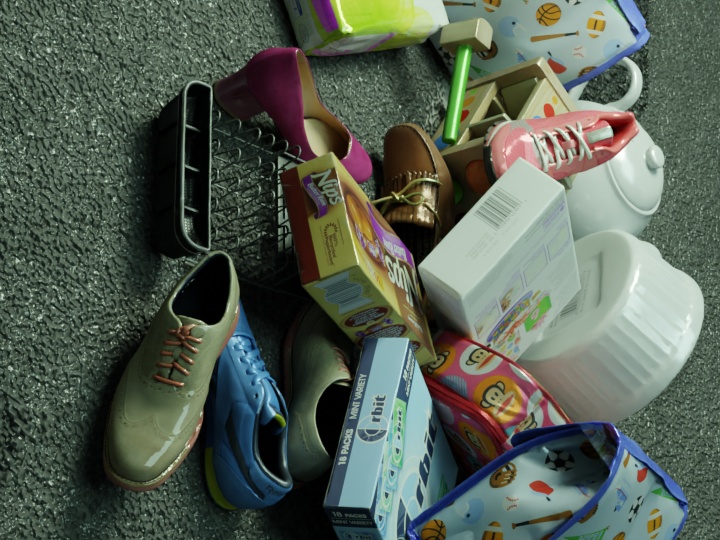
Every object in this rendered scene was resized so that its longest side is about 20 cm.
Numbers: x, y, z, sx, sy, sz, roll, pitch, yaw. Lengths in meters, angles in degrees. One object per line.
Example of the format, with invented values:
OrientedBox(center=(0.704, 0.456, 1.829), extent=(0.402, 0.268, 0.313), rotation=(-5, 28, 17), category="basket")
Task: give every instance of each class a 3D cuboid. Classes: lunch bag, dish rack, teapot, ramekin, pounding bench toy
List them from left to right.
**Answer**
OrientedBox(center=(-0.093, -0.059, 1.406), extent=(0.200, 0.054, 0.154), rotation=(21, 59, -42), category="dish rack")
OrientedBox(center=(0.121, -0.134, 1.650), extent=(0.200, 0.124, 0.156), rotation=(53, 47, -23), category="pounding bench toy")
OrientedBox(center=(0.124, 0.143, 1.518), extent=(0.082, 0.176, 0.200), rotation=(-46, 126, -12), category="lunch bag")
OrientedBox(center=(0.183, -0.276, 1.730), extent=(0.170, 0.200, 0.124), rotation=(53, 40, -22), category="lunch bag")
OrientedBox(center=(0.167, 0.220, 1.381), extent=(0.170, 0.200, 0.124), rotation=(41, 14, -48), category="lunch bag")
OrientedBox(center=(0.243, 0.054, 1.682), extent=(0.098, 0.200, 0.201), rotation=(41, 45, -24), category="ramekin")
OrientedBox(center=(0.270, -0.112, 1.827), extent=(0.200, 0.146, 0.197), rotation=(59, 38, -14), category="teapot")

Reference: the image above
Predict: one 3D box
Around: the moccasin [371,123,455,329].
OrientedBox(center=(0.047, -0.044, 1.578), extent=(0.078, 0.073, 0.202), rotation=(14, 73, -58), category="moccasin")

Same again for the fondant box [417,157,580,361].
OrientedBox(center=(0.134, 0.007, 1.533), extent=(0.144, 0.058, 0.200), rotation=(-47, 152, -14), category="fondant box")

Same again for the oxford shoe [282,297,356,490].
OrientedBox(center=(-0.025, 0.096, 1.411), extent=(0.070, 0.075, 0.201), rotation=(38, 47, -33), category="oxford shoe")

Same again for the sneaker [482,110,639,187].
OrientedBox(center=(0.193, -0.124, 1.568), extent=(0.200, 0.087, 0.074), rotation=(-23, 96, -46), category="sneaker")

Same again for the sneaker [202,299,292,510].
OrientedBox(center=(-0.092, 0.092, 1.327), extent=(0.066, 0.078, 0.201), rotation=(7, 68, -49), category="sneaker")

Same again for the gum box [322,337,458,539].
OrientedBox(center=(0.030, 0.185, 1.407), extent=(0.200, 0.044, 0.170), rotation=(68, 29, -46), category="gum box")

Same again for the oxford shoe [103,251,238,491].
OrientedBox(center=(-0.144, 0.070, 1.238), extent=(0.070, 0.075, 0.200), rotation=(16, 54, 1), category="oxford shoe")

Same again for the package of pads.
OrientedBox(center=(-0.002, -0.293, 1.620), extent=(0.200, 0.068, 0.155), rotation=(-18, 89, -53), category="package of pads")

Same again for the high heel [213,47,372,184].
OrientedBox(center=(-0.034, -0.135, 1.485), extent=(0.200, 0.096, 0.068), rotation=(26, 55, -44), category="high heel")

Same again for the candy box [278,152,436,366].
OrientedBox(center=(0.000, 0.000, 1.417), extent=(0.200, 0.056, 0.117), rotation=(48, 24, -55), category="candy box")
